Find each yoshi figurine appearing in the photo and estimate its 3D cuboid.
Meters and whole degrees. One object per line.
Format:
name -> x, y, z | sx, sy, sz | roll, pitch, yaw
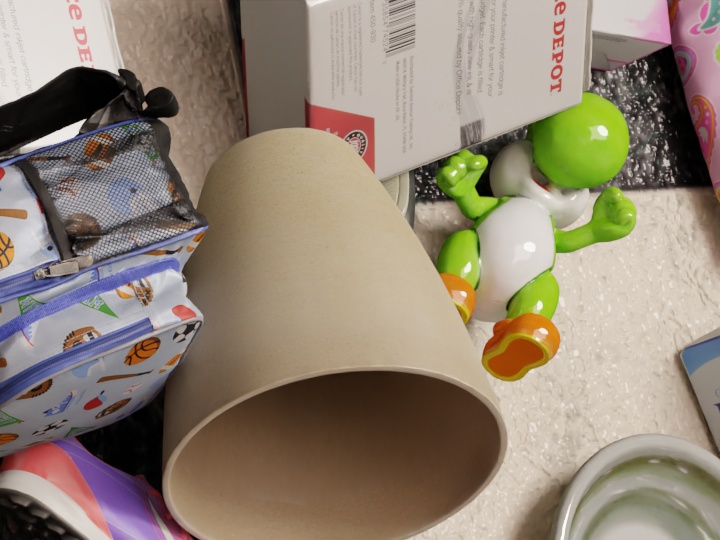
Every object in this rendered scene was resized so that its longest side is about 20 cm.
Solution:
yoshi figurine -> 0.109, -0.038, 1.706 | 0.113, 0.112, 0.200 | 61, 40, -37

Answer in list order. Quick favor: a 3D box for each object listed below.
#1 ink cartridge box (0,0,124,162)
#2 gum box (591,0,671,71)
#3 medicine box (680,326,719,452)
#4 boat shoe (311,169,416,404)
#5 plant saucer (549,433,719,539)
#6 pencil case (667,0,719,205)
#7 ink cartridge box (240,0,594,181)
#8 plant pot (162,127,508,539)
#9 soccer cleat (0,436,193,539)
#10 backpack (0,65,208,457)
ink cartridge box -> -0.237, -0.118, 1.503 | 0.200, 0.083, 0.146 | -7, 79, -39
gum box -> 0.103, -0.203, 1.803 | 0.200, 0.066, 0.114 | 6, 73, -36
medicine box -> 0.333, 0.107, 1.804 | 0.103, 0.182, 0.200 | -23, 90, -40
boat shoe -> 0.000, 0.000, 1.672 | 0.068, 0.072, 0.201 | 61, 28, -58
plant saucer -> 0.184, 0.204, 1.743 | 0.200, 0.050, 0.201 | 13, 68, -35
pencil case -> 0.269, -0.109, 1.890 | 0.087, 0.087, 0.201 | -9, 82, -39
ink cartridge box -> 0.034, -0.146, 1.646 | 0.200, 0.083, 0.147 | -21, 132, -25
plant pot -> -0.030, 0.026, 1.538 | 0.187, 0.187, 0.200 | 15, 46, -33
soccer cleat -> -0.114, 0.156, 1.522 | 0.200, 0.068, 0.073 | 40, 51, -18
backpack -> -0.184, 0.014, 1.441 | 0.190, 0.200, 0.154 | -12, 65, -24
